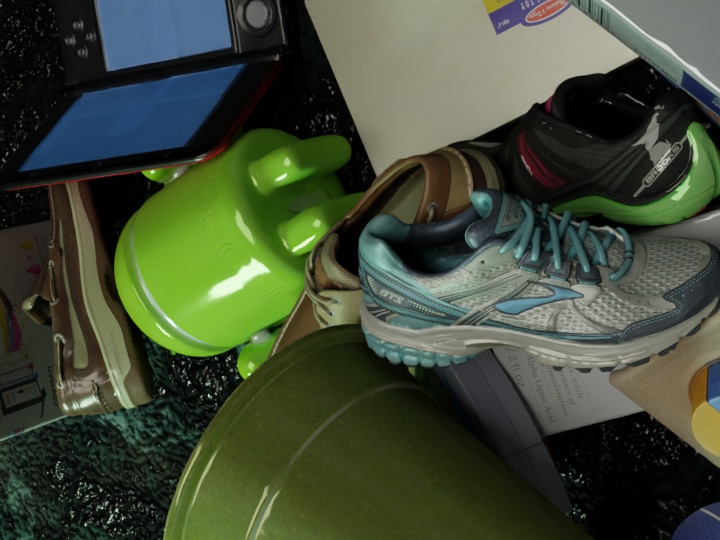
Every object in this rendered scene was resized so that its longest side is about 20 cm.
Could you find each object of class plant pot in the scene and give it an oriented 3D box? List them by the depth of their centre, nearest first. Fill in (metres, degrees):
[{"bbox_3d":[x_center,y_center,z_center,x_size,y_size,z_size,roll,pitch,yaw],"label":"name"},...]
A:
[{"bbox_3d":[0.028,0.160,0.829,0.190,0.200,0.201,29,113,35],"label":"plant pot"}]

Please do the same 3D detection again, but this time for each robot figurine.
[{"bbox_3d":[-0.083,-0.017,1.009,0.200,0.116,0.176,-32,85,36],"label":"robot figurine"}]

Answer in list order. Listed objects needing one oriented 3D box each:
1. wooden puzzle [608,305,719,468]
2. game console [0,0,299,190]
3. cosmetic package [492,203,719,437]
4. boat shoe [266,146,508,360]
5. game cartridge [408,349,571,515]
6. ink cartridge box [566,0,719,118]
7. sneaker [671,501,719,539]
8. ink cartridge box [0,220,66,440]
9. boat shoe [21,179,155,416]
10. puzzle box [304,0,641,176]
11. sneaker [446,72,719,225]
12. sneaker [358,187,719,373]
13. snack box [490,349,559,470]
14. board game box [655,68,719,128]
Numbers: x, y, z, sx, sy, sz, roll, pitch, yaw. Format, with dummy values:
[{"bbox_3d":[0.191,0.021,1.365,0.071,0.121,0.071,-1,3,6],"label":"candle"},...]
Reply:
[{"bbox_3d":[0.257,0.076,0.798,0.185,0.046,0.200,37,135,-17],"label":"wooden puzzle"},{"bbox_3d":[-0.156,-0.154,1.029,0.199,0.119,0.173,-5,97,31],"label":"game console"},{"bbox_3d":[0.178,0.024,0.890,0.199,0.074,0.102,-21,89,33],"label":"cosmetic package"},{"bbox_3d":[0.000,0.000,0.900,0.200,0.074,0.076,-51,52,26],"label":"boat shoe"},{"bbox_3d":[0.050,0.095,0.952,0.200,0.040,0.134,57,143,26],"label":"game cartridge"},{"bbox_3d":[0.215,-0.184,0.788,0.199,0.041,0.200,40,88,14],"label":"ink cartridge box"},{"bbox_3d":[0.198,0.208,0.808,0.200,0.115,0.081,-114,29,-47],"label":"sneaker"},{"bbox_3d":[-0.304,0.055,1.109,0.144,0.200,0.148,-11,94,32],"label":"ink cartridge box"},{"bbox_3d":[-0.205,0.010,1.075,0.075,0.075,0.203,-19,57,-1],"label":"boat shoe"},{"bbox_3d":[0.070,-0.152,0.949,0.199,0.025,0.134,-24,86,32],"label":"puzzle box"},{"bbox_3d":[0.122,-0.073,0.883,0.199,0.077,0.084,-1,115,45],"label":"sneaker"},{"bbox_3d":[0.090,0.001,0.802,0.199,0.078,0.087,-6,125,14],"label":"sneaker"},{"bbox_3d":[0.065,0.042,0.989,0.072,0.024,0.201,-17,90,32],"label":"snack box"},{"bbox_3d":[0.265,-0.099,0.803,0.135,0.034,0.200,-45,74,0],"label":"board game box"}]
